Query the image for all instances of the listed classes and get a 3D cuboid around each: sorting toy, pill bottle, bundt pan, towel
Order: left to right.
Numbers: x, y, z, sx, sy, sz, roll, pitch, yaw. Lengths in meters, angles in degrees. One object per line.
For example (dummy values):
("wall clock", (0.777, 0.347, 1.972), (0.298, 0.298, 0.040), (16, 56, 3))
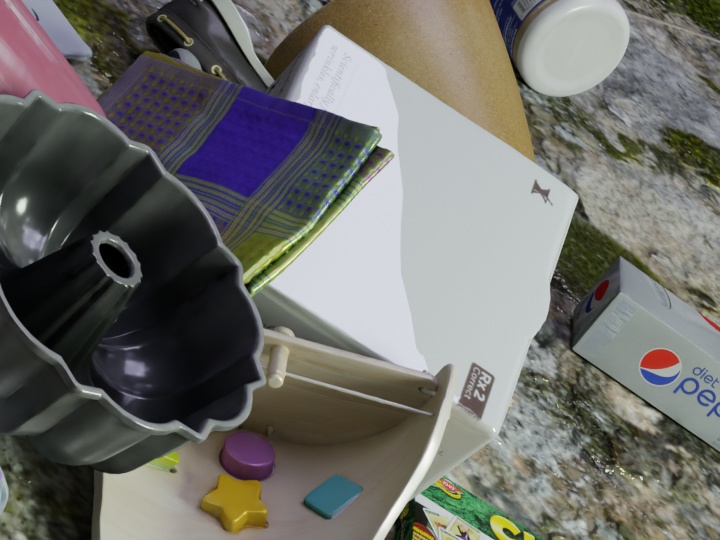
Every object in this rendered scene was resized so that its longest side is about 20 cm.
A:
("bundt pan", (-0.143, 0.015, 1.096), (0.201, 0.076, 0.203), (37, 30, -26))
("towel", (-0.095, -0.056, 1.253), (0.199, 0.144, 0.023), (23, -32, 38))
("sorting toy", (-0.064, 0.117, 1.183), (0.198, 0.107, 0.181), (16, 42, -3))
("pill bottle", (0.171, -0.270, 2.150), (0.115, 0.116, 0.201), (18, 32, -37))

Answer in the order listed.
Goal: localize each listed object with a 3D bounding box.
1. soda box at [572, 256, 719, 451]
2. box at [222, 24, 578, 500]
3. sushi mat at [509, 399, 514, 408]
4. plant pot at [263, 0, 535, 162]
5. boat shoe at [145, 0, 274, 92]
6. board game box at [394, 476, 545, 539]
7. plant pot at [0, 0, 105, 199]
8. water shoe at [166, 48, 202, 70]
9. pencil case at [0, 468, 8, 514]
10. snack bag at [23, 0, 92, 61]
("soda box", (0.261, 0.078, 1.735), (0.199, 0.064, 0.068), (35, 24, -10))
("box", (0.000, 0.000, 1.342), (0.199, 0.131, 0.200), (33, 51, -13))
("sushi mat", (0.018, 0.043, 1.521), (0.200, 0.012, 0.096), (41, 24, 5))
("plant pot", (0.051, -0.092, 1.634), (0.186, 0.186, 0.201), (-5, 63, -57))
("boat shoe", (-0.085, -0.113, 1.593), (0.202, 0.060, 0.072), (59, -14, 21))
("board game box", (0.107, 0.199, 1.365), (0.199, 0.024, 0.105), (33, 23, -14))
("plant pot", (-0.239, -0.090, 1.197), (0.179, 0.200, 0.201), (39, 19, -40))
("water shoe", (-0.099, -0.059, 1.473), (0.079, 0.071, 0.201), (22, 39, -38))
("pencil case", (-0.246, 0.055, 1.048), (0.200, 0.090, 0.083), (53, -6, 27))
("snack bag", (-0.289, -0.215, 1.526), (0.199, 0.021, 0.189), (5, 41, -52))
